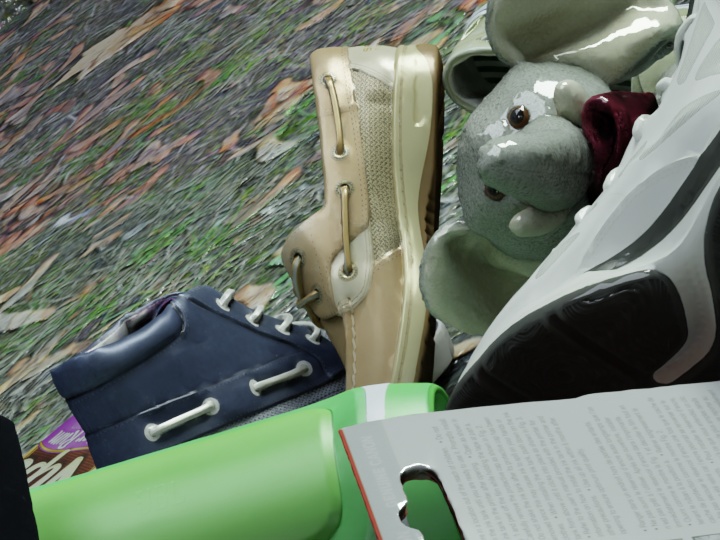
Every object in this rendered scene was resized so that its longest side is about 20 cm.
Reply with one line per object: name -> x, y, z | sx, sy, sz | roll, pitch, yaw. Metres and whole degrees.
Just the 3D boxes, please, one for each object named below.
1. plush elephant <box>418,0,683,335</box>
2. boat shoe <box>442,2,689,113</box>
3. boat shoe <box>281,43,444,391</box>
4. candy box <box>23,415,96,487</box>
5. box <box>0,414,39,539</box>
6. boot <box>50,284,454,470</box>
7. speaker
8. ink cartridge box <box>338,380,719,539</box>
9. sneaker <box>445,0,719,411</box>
plush elephant -> 0.101, -0.036, 0.992 | 0.154, 0.166, 0.200 | 5, 4, 2
boat shoe -> 0.130, -0.075, 1.128 | 0.199, 0.072, 0.062 | 5, 31, 26
boat shoe -> 0.000, 0.000, 1.138 | 0.064, 0.071, 0.201 | 2, 67, 3
candy box -> -0.116, 0.104, 1.265 | 0.200, 0.057, 0.117 | -41, 17, -8
box -> -0.224, 0.118, 0.906 | 0.200, 0.148, 0.105 | -44, 36, 19
boot -> -0.041, 0.038, 1.159 | 0.073, 0.091, 0.200 | -21, 8, 44
speaker -> -0.056, 0.103, 0.973 | 0.199, 0.089, 0.089 | -17, 20, 11
ink cartridge box -> 0.101, 0.075, 0.703 | 0.199, 0.051, 0.109 | -6, 27, -9
sneaker -> 0.101, -0.021, 0.806 | 0.200, 0.075, 0.116 | -44, 24, 37
